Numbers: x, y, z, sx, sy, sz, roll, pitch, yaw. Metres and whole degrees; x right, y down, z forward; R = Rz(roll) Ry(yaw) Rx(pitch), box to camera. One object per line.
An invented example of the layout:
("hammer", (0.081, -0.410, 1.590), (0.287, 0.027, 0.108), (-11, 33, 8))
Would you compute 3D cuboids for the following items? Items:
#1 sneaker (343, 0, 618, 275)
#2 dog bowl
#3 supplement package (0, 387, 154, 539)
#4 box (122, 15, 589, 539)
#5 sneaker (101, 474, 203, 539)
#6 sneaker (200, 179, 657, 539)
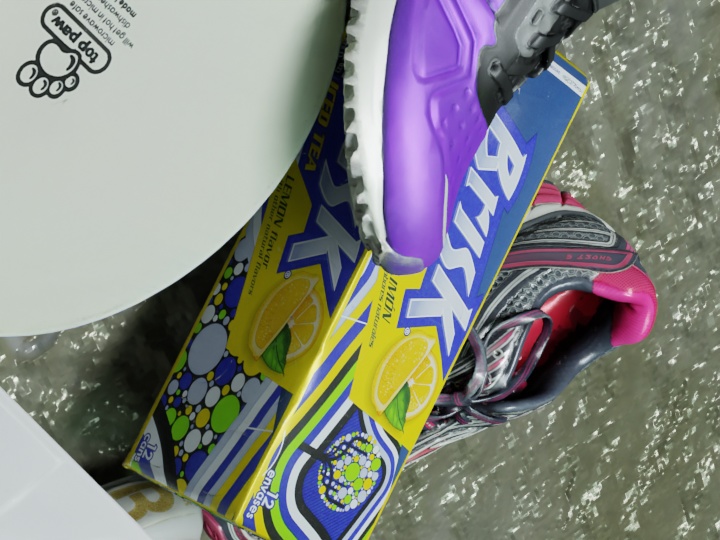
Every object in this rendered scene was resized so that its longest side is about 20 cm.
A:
("sneaker", (0.049, -0.095, 0.779), (0.099, 0.070, 0.201), (7, 82, 1))
("dog bowl", (-0.106, -0.083, 0.745), (0.200, 0.079, 0.201), (-18, 126, -26))
("supplement package", (-0.156, 0.119, 0.710), (0.121, 0.120, 0.200), (-41, 168, -32))
("box", (0.000, 0.000, 0.848), (0.064, 0.070, 0.200), (31, 82, -42))
("sneaker", (-0.114, 0.087, 0.855), (0.115, 0.074, 0.200), (-26, 139, -22))
("sneaker", (0.021, 0.040, 0.914), (0.200, 0.075, 0.081), (-36, 132, -11))
